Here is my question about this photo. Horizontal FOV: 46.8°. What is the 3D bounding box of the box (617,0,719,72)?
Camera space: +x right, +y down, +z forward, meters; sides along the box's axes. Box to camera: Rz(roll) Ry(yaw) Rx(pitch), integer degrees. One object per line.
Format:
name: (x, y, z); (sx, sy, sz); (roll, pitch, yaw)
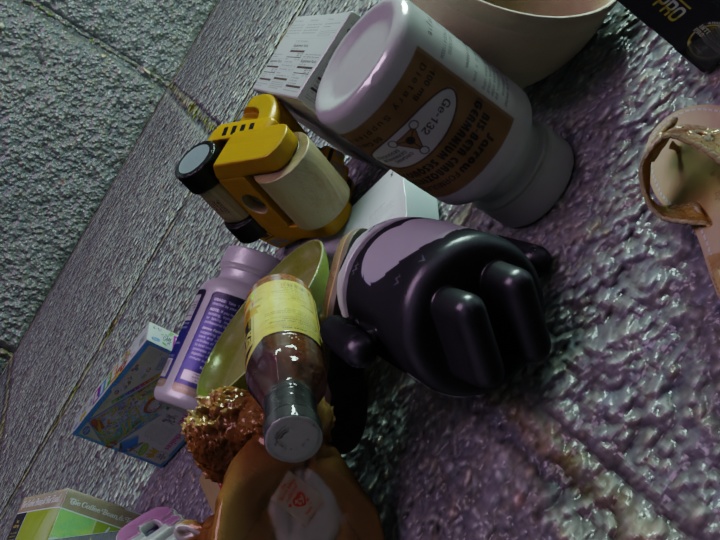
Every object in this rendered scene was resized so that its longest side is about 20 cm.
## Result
box: (0.211, -0.263, 0.617); (0.049, 0.161, 0.200); (-33, 36, 42)

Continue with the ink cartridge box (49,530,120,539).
ink cartridge box: (-0.289, 0.362, 0.873); (0.198, 0.200, 0.047); (-111, 20, -57)

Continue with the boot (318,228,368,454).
boot: (-0.029, 0.058, 0.753); (0.075, 0.074, 0.200); (10, 91, 42)

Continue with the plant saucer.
plant saucer: (-0.093, 0.056, 0.847); (0.200, 0.031, 0.200); (-45, 19, 19)

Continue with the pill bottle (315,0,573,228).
pill bottle: (0.073, -0.119, 0.676); (0.114, 0.200, 0.114); (-42, 31, 33)

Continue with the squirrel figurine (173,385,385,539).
squirrel figurine: (-0.085, 0.196, 0.705); (0.187, 0.141, 0.200); (135, 134, -54)

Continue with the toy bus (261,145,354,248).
toy bus: (-0.075, -0.089, 1.055); (0.200, 0.078, 0.065); (-20, 48, 54)

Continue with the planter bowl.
planter bowl: (0.120, -0.242, 0.760); (0.135, 0.200, 0.201); (108, 172, -53)

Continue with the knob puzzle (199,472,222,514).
knob puzzle: (-0.092, 0.201, 0.842); (0.220, 0.030, 0.220); (-28, 55, 48)

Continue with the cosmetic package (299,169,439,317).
cosmetic package: (0.000, 0.000, 0.861); (0.200, 0.052, 0.151); (-42, 33, 34)

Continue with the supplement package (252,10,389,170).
supplement package: (-0.014, -0.210, 0.975); (0.111, 0.156, 0.200); (-57, 25, 2)

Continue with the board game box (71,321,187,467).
board game box: (-0.265, 0.167, 1.078); (0.200, 0.134, 0.034); (-47, 29, 26)

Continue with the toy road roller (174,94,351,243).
toy road roller: (-0.093, -0.124, 0.920); (0.200, 0.123, 0.146); (1, 55, 42)

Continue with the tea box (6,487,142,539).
tea box: (-0.379, 0.395, 1.055); (0.200, 0.133, 0.197); (-24, 44, 51)

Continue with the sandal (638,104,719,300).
sandal: (0.209, -0.058, 0.517); (0.078, 0.070, 0.212); (-44, 30, 30)

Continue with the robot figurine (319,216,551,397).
robot figurine: (0.059, 0.022, 0.644); (0.200, 0.150, 0.125); (24, 98, 64)

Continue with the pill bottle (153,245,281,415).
pill bottle: (-0.153, 0.079, 0.986); (0.116, 0.116, 0.200); (-7, 58, 59)

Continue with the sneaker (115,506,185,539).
sneaker: (-0.161, 0.310, 0.823); (0.080, 0.089, 0.200); (-27, 26, -38)

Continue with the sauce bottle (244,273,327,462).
sauce bottle: (-0.059, 0.070, 0.648); (0.066, 0.066, 0.200); (-53, 20, 16)
